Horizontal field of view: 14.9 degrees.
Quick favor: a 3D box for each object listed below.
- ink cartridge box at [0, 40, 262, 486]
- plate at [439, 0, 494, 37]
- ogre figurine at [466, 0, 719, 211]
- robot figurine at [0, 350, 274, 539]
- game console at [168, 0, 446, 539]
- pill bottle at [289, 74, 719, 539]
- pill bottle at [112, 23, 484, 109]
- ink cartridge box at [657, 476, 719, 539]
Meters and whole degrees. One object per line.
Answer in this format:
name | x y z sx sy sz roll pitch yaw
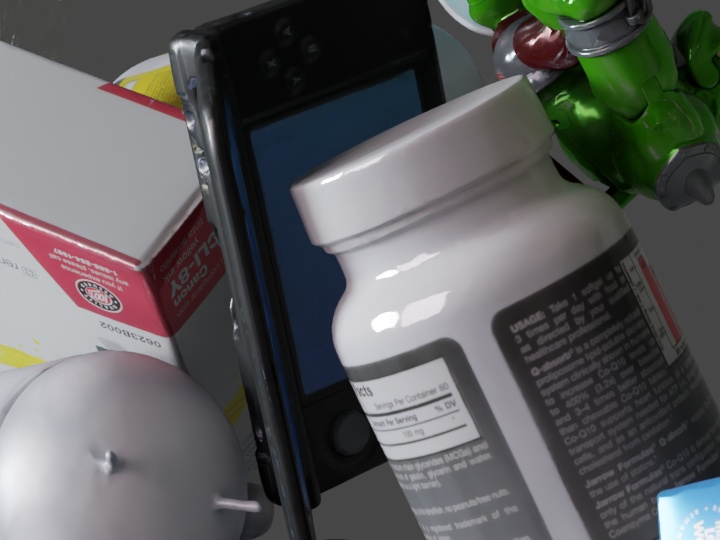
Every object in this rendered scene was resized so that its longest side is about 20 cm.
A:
ink cartridge box | -0.105 0.011 1.207 0.145 0.200 0.083 20 59 27
plate | 0.087 -0.195 1.171 0.200 0.026 0.200 -22 63 52
ogre figurine | 0.084 -0.082 1.044 0.120 0.098 0.200 58 157 -11
robot figurine | -0.122 0.094 1.140 0.200 0.170 0.113 -12 73 55
game console | 0.000 0.000 1.059 0.116 0.176 0.200 14 120 52
pill bottle | 0.060 0.039 0.982 0.116 0.116 0.200 -17 100 54
pill bottle | -0.033 -0.057 1.232 0.200 0.112 0.112 -10 73 56
ink cartridge box | 0.192 0.109 0.848 0.200 0.067 0.116 -19 65 40
